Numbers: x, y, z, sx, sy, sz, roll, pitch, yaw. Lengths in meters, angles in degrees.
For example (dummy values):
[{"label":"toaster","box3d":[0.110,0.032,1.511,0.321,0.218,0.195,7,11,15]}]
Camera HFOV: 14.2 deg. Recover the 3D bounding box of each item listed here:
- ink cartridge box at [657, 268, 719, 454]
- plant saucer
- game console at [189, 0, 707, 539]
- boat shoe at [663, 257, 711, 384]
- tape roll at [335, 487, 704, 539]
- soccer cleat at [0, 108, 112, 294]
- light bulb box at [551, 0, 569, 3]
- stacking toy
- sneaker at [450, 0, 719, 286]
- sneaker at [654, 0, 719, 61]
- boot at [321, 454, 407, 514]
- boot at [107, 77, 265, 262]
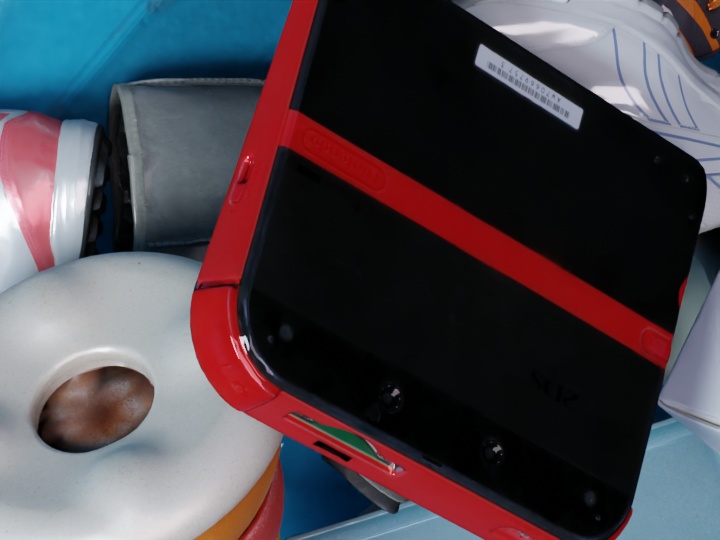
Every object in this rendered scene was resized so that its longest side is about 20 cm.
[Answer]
[{"label":"ink cartridge box","box3d":[0.227,0.040,1.198,0.200,0.084,0.146,38,75,-45]},{"label":"plant saucer","box3d":[0.070,0.116,1.197,0.199,0.019,0.070,-17,69,-12]},{"label":"game console","box3d":[0.037,-0.002,1.061,0.200,0.031,0.177,30,63,-30]},{"label":"boat shoe","box3d":[0.163,0.020,1.276,0.200,0.073,0.062,55,41,-18]},{"label":"tape roll","box3d":[0.066,0.181,1.212,0.200,0.201,0.066,-18,156,-14]},{"label":"soccer cleat","box3d":[-0.149,0.032,1.162,0.073,0.068,0.201,10,105,-3]},{"label":"light bulb box","box3d":[0.000,-0.183,1.030,0.199,0.198,0.125,14,102,6]},{"label":"stacking toy","box3d":[-0.079,0.105,1.114,0.146,0.146,0.200,-28,137,-9]},{"label":"sneaker","box3d":[0.108,-0.053,1.156,0.200,0.074,0.087,24,67,-30]},{"label":"sneaker","box3d":[0.144,-0.160,1.200,0.200,0.078,0.112,-31,119,4]},{"label":"boot","box3d":[0.001,-0.004,1.128,0.130,0.068,0.200,-35,111,1]},{"label":"boot","box3d":[-0.001,0.001,1.192,0.199,0.073,0.183,-10,94,-24]}]
